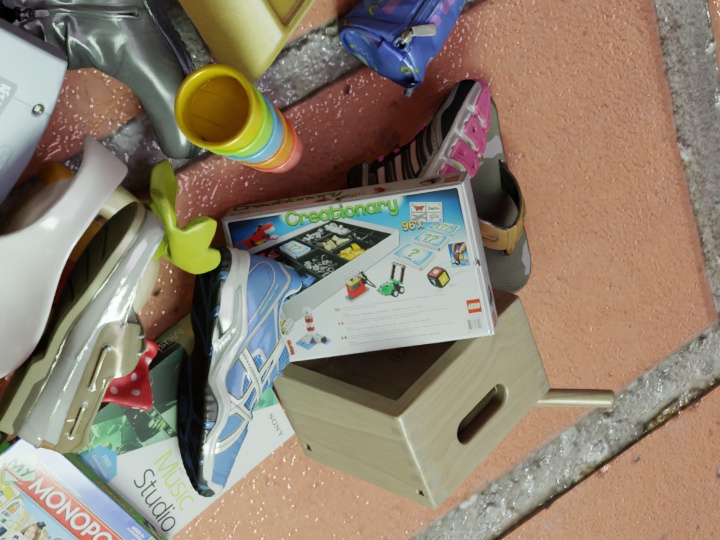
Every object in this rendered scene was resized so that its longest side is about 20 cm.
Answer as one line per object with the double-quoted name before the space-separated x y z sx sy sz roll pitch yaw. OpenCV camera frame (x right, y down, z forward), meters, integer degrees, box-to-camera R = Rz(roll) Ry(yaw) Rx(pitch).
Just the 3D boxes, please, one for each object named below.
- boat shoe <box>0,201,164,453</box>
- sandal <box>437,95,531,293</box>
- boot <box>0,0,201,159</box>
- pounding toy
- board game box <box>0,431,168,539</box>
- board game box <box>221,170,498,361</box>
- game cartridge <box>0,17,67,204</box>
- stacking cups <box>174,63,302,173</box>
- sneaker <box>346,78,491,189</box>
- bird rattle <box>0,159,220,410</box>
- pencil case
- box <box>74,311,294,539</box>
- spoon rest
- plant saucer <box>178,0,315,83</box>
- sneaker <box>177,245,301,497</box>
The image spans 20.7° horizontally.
"boat shoe" -0.187 0.043 1.412 0.068 0.075 0.201 28 111 -17
"sandal" 0.114 -0.061 1.696 0.081 0.054 0.202 -25 121 -27
"boot" -0.196 -0.156 1.428 0.131 0.070 0.202 -25 114 -20
"pounding toy" 0.070 0.095 1.631 0.200 0.183 0.143 -42 128 -28
"board game box" -0.242 0.213 1.519 0.134 0.029 0.200 -39 124 4
"board game box" 0.000 0.000 1.549 0.035 0.198 0.127 -57 137 -67
"game cartridge" -0.295 -0.089 1.360 0.133 0.041 0.201 28 105 -37
"stacking cups" -0.080 -0.109 1.467 0.061 0.060 0.200 -65 167 3
"sneaker" 0.034 -0.076 1.608 0.201 0.087 0.074 -61 158 -2
"bird rattle" -0.203 0.003 1.479 0.162 0.113 0.201 29 102 -29
"pencil case" 0.066 -0.239 1.571 0.078 0.087 0.201 38 82 -18
"box" -0.158 0.136 1.580 0.200 0.036 0.145 -40 127 -19
"spoon rest" -0.241 -0.005 1.385 0.099 0.061 0.200 39 96 -18
"plant saucer" -0.069 -0.269 1.441 0.201 0.048 0.201 -58 134 -29
"sneaker" -0.094 0.083 1.531 0.076 0.076 0.202 4 106 -25
